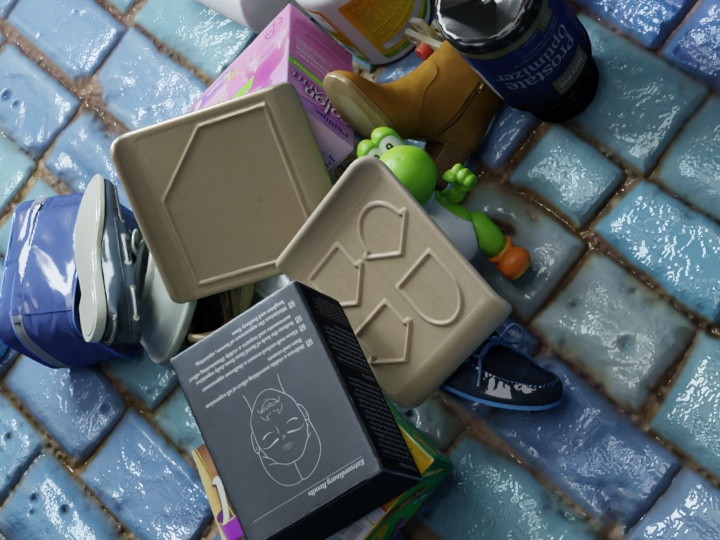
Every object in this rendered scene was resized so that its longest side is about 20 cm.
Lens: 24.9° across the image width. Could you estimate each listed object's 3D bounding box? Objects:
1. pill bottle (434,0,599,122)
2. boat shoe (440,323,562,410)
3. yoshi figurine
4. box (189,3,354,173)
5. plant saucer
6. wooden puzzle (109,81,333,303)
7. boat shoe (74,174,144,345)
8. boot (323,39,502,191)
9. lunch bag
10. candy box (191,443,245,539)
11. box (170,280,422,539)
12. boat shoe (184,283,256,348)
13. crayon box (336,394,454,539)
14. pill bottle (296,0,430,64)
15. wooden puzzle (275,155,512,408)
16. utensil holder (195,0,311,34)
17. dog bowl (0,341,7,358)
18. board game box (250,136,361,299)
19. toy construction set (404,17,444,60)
[{"bbox_3d":[0.162,-0.226,1.606,0.111,0.200,0.113,-12,65,26],"label":"pill bottle"},{"bbox_3d":[0.106,0.081,1.577,0.199,0.084,0.069,16,109,32],"label":"boat shoe"},{"bbox_3d":[0.073,-0.052,1.584,0.112,0.200,0.113,-25,22,53],"label":"yoshi figurine"},{"bbox_3d":[-0.099,-0.152,1.722,0.176,0.096,0.201,-42,27,26],"label":"box"},{"bbox_3d":[-0.218,0.000,1.761,0.200,0.050,0.202,-170,90,-69],"label":"plant saucer"},{"bbox_3d":[-0.128,-0.077,1.625,0.198,0.186,0.037,-17,18,12],"label":"wooden puzzle"},{"bbox_3d":[-0.261,-0.012,1.719,0.075,0.061,0.201,-54,37,43],"label":"boat shoe"},{"bbox_3d":[0.059,-0.188,1.651,0.071,0.201,0.145,14,69,50],"label":"boot"},{"bbox_3d":[-0.329,0.005,1.837,0.131,0.136,0.202,-8,63,27],"label":"lunch bag"},{"bbox_3d":[-0.066,0.189,1.658,0.199,0.056,0.117,-32,60,14],"label":"candy box"},{"bbox_3d":[-0.059,0.138,1.502,0.148,0.107,0.201,-31,68,14],"label":"box"},{"bbox_3d":[-0.160,0.072,1.728,0.072,0.072,0.202,13,96,38],"label":"boat shoe"},{"bbox_3d":[-0.021,0.162,1.572,0.119,0.058,0.200,-49,65,7],"label":"crayon box"},{"bbox_3d":[-0.014,-0.313,1.744,0.110,0.200,0.112,-11,65,25],"label":"pill bottle"},{"bbox_3d":[0.033,0.010,1.547,0.200,0.046,0.185,46,133,6],"label":"wooden puzzle"},{"bbox_3d":[-0.145,-0.378,1.872,0.199,0.170,0.171,32,88,33],"label":"utensil holder"},{"bbox_3d":[-0.495,0.104,1.948,0.200,0.050,0.112,-47,55,6],"label":"dog bowl"},{"bbox_3d":[-0.049,-0.053,1.756,0.153,0.040,0.201,37,91,36],"label":"board game box"},{"bbox_3d":[0.129,-0.305,1.724,0.131,0.092,0.201,33,93,21],"label":"toy construction set"}]
